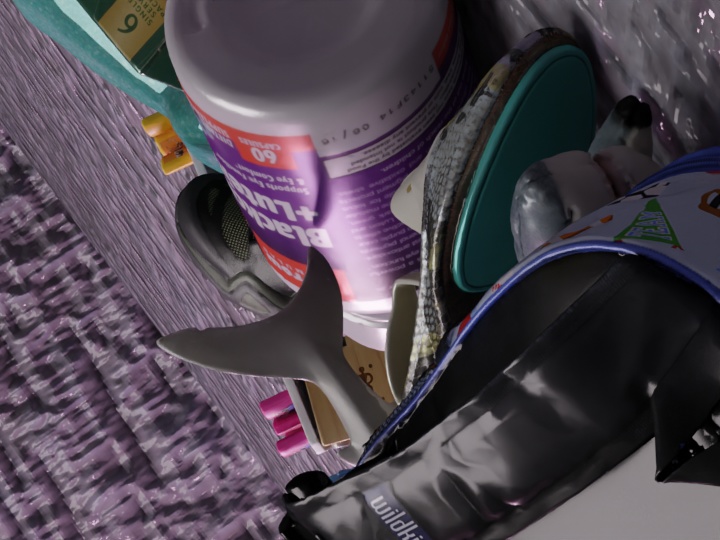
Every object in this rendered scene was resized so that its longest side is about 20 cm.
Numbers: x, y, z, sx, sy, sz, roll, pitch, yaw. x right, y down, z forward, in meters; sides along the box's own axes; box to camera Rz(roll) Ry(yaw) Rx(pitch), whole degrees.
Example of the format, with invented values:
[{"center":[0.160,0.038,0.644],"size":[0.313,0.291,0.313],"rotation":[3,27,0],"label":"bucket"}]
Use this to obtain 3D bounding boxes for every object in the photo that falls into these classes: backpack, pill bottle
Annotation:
[{"center":[0.104,0.064,0.777],"size":[0.200,0.154,0.191],"rotation":[43,143,10],"label":"backpack"},{"center":[-0.001,-0.052,1.078],"size":[0.111,0.111,0.200],"rotation":[48,169,34],"label":"pill bottle"}]

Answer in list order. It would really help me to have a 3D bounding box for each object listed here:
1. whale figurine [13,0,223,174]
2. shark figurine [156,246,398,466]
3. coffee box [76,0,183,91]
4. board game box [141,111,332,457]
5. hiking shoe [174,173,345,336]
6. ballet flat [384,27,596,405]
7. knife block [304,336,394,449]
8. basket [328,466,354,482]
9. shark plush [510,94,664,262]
[{"center":[-0.115,-0.129,1.321],"size":[0.201,0.103,0.159],"rotation":[64,-178,19],"label":"whale figurine"},{"center":[0.008,0.092,1.068],"size":[0.128,0.089,0.214],"rotation":[56,-173,35],"label":"shark figurine"},{"center":[-0.068,-0.120,1.160],"size":[0.123,0.044,0.200],"rotation":[51,-165,24],"label":"coffee box"},{"center":[-0.049,-0.002,1.460],"size":[0.200,0.026,0.201],"rotation":[-22,-90,-79],"label":"board game box"},{"center":[0.001,-0.020,1.238],"size":[0.199,0.076,0.101],"rotation":[23,126,24],"label":"hiking shoe"},{"center":[0.038,0.001,0.969],"size":[0.072,0.072,0.202],"rotation":[42,134,52],"label":"ballet flat"},{"center":[0.000,0.000,1.402],"size":[0.200,0.064,0.177],"rotation":[2,-106,-73],"label":"knife block"},{"center":[0.056,0.174,1.449],"size":[0.140,0.176,0.200],"rotation":[64,178,-37],"label":"basket"},{"center":[0.070,0.023,0.922],"size":[0.091,0.083,0.200],"rotation":[55,150,21],"label":"shark plush"}]
